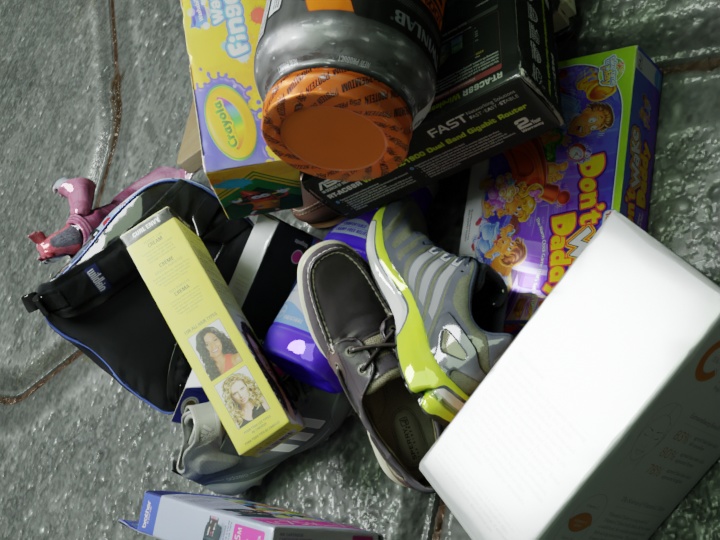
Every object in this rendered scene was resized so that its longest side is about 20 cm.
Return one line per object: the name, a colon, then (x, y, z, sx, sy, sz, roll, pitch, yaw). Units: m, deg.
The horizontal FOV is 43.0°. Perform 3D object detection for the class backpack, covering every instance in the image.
backpack: (-0.177, 0.011, 0.869, 0.191, 0.199, 0.154, -49, 14, 6)

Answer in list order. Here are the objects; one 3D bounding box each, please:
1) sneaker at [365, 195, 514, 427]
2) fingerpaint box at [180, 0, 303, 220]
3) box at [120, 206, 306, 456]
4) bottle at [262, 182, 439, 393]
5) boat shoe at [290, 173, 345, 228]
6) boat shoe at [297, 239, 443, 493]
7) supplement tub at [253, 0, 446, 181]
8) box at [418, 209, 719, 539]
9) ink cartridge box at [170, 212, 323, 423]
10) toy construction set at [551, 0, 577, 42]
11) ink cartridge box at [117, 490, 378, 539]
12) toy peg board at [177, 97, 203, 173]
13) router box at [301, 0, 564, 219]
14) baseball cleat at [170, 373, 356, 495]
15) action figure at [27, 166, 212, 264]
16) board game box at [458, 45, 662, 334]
sneaker: (0.062, 0.014, 0.657, 0.081, 0.074, 0.202, -35, 45, 19)
fingerpaint box: (-0.093, -0.159, 0.724, 0.072, 0.167, 0.203, -9, 82, -3)
box: (-0.117, 0.050, 0.737, 0.050, 0.075, 0.201, -32, 78, -1)
bottle: (0.000, 0.000, 0.755, 0.083, 0.065, 0.201, 14, 66, 43)
boat shoe: (0.000, -0.108, 0.826, 0.199, 0.070, 0.071, -34, 54, 31)
boat shoe: (0.016, 0.071, 0.671, 0.202, 0.071, 0.065, 68, 166, -7)
supplement tub: (-0.003, -0.170, 0.613, 0.121, 0.122, 0.203, -15, 57, 39)
box: (0.152, 0.086, 0.562, 0.201, 0.124, 0.098, -54, 45, 12)
ink cartridge box: (-0.089, 0.057, 0.824, 0.037, 0.094, 0.202, 27, 93, 45)
toy construction set: (0.117, -0.244, 0.761, 0.199, 0.091, 0.133, -29, 54, 45)
ink cartridge box: (-0.096, 0.212, 0.751, 0.198, 0.119, 0.043, -4, 73, 43)
toy peg board: (-0.070, -0.192, 0.925, 0.199, 0.098, 0.201, -26, 42, 32)
router box: (0.050, -0.145, 0.686, 0.198, 0.062, 0.152, -22, 51, 35)
baseball cleat: (-0.084, 0.126, 0.784, 0.200, 0.106, 0.070, -45, 43, 18)
action figure: (-0.256, -0.034, 0.959, 0.147, 0.199, 0.136, -1, 104, 29)
board game box: (0.145, -0.055, 0.682, 0.133, 0.045, 0.203, -3, 71, 43)
